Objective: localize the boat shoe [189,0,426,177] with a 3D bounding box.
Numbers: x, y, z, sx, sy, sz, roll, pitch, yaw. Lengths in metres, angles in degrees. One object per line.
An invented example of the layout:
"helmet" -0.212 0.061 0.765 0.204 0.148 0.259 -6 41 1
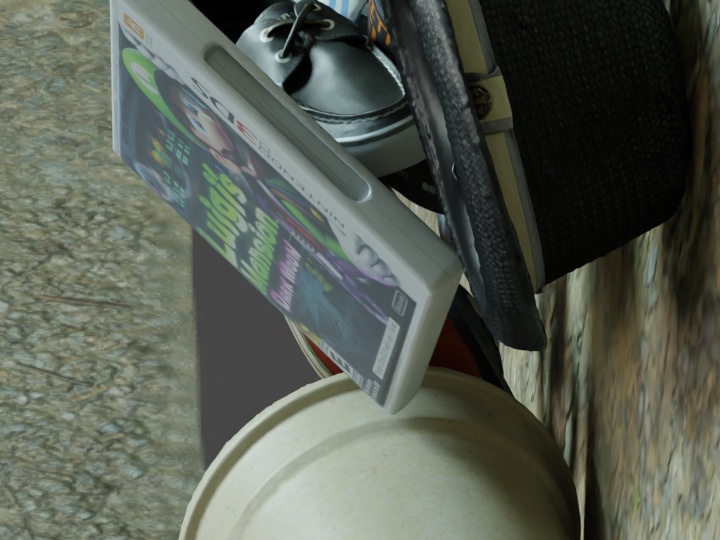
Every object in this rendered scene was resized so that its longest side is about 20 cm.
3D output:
"boat shoe" -0.031 -0.091 1.278 0.200 0.068 0.057 32 145 56

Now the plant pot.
"plant pot" 0.031 0.171 1.313 0.184 0.199 0.202 -123 30 -63

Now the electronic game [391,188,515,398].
"electronic game" 0.048 0.035 1.512 0.201 0.041 0.200 61 179 3

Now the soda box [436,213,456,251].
"soda box" 0.066 -0.083 1.535 0.200 0.063 0.069 -95 3 -63

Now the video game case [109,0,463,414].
"video game case" -0.037 -0.029 1.242 0.182 0.023 0.200 44 165 9

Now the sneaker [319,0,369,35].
"sneaker" 0.003 -0.172 1.344 0.072 0.072 0.201 34 134 30

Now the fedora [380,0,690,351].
"fedora" 0.065 -0.075 1.074 0.201 0.091 0.202 164 90 -87

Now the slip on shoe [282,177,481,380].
"slip on shoe" 0.000 0.000 1.362 0.061 0.074 0.201 -10 118 51

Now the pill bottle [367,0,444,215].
"pill bottle" 0.055 -0.121 1.281 0.200 0.106 0.107 92 176 -54
